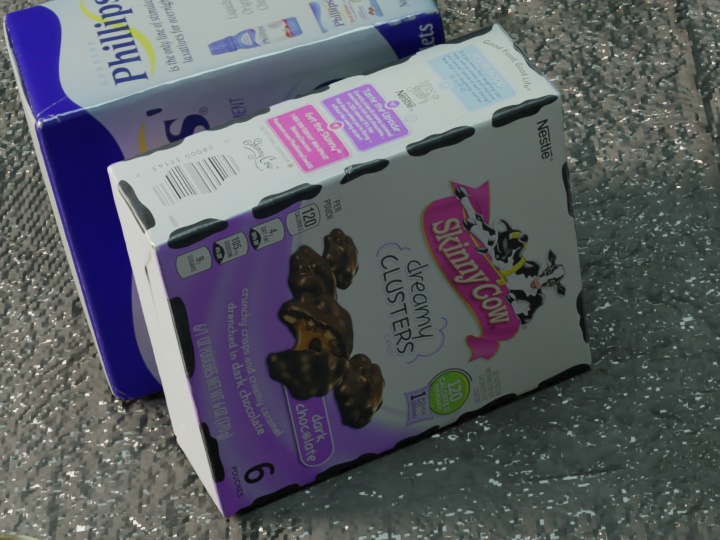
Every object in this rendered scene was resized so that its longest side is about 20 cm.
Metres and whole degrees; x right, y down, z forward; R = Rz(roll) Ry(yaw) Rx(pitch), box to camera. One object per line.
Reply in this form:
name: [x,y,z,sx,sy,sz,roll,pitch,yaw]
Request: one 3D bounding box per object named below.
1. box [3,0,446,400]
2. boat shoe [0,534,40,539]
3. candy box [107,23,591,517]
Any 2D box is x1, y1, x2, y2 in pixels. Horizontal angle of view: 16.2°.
box: [-0.055,-0.055,1.248,0.199,0.184,0.105,-16,40,-6]
boat shoe: [-0.148,0.147,1.115,0.200,0.063,0.073,18,46,32]
candy box: [0.000,0.000,1.177,0.200,0.168,0.072,-22,40,-13]
